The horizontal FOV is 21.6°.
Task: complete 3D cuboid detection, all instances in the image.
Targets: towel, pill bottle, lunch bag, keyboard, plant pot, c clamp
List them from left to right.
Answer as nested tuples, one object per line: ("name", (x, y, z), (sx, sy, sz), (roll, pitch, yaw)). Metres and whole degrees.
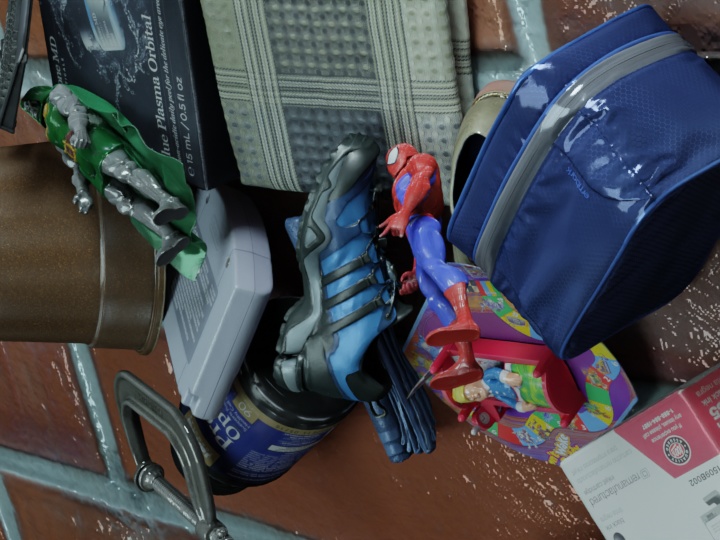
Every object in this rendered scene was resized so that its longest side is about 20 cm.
("keyboard", (-0.274, -0.180, 1.491), (0.200, 0.021, 0.127), (-95, 18, -48))
("plant pot", (-0.279, -0.024, 1.573), (0.200, 0.198, 0.201), (178, 90, -72))
("c clamp", (-0.156, 0.174, 1.562), (0.200, 0.027, 0.171), (35, 142, 53))
("pill bottle", (-0.083, 0.110, 1.539), (0.112, 0.112, 0.200), (56, 144, 10))
("towel", (-0.013, -0.140, 1.305), (0.192, 0.035, 0.200), (6, 125, 25))
("towel", (0.004, 0.044, 1.420), (0.112, 0.048, 0.200), (-155, 41, -87))
("lunch bag", (0.141, -0.053, 1.132), (0.132, 0.136, 0.200), (49, 143, 20))

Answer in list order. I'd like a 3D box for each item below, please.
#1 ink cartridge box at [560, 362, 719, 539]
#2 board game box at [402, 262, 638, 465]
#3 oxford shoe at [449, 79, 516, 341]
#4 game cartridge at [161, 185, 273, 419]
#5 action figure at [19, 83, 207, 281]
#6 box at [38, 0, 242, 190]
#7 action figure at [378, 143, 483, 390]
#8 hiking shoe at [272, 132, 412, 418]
("ink cartridge box", (0.240, 0.168, 1.189), (0.200, 0.083, 0.147), (58, 143, 8))
("board game box", (0.098, 0.082, 1.293), (0.158, 0.039, 0.200), (34, 150, 7))
("oxford shoe", (0.084, -0.024, 1.264), (0.071, 0.074, 0.200), (9, 122, 24))
("game cartridge", (-0.114, 0.012, 1.482), (0.200, 0.040, 0.134), (-114, 40, -60))
("action figure", (-0.195, -0.083, 1.418), (0.200, 0.055, 0.118), (41, 144, 34))
("box", (-0.143, -0.189, 1.427), (0.200, 0.117, 0.197), (24, 129, 44))
("action figure", (0.041, -0.015, 1.224), (0.200, 0.052, 0.066), (-98, -5, -46))
("hiking shoe", (0.000, 0.000, 1.318), (0.087, 0.074, 0.200), (16, 116, 10))
